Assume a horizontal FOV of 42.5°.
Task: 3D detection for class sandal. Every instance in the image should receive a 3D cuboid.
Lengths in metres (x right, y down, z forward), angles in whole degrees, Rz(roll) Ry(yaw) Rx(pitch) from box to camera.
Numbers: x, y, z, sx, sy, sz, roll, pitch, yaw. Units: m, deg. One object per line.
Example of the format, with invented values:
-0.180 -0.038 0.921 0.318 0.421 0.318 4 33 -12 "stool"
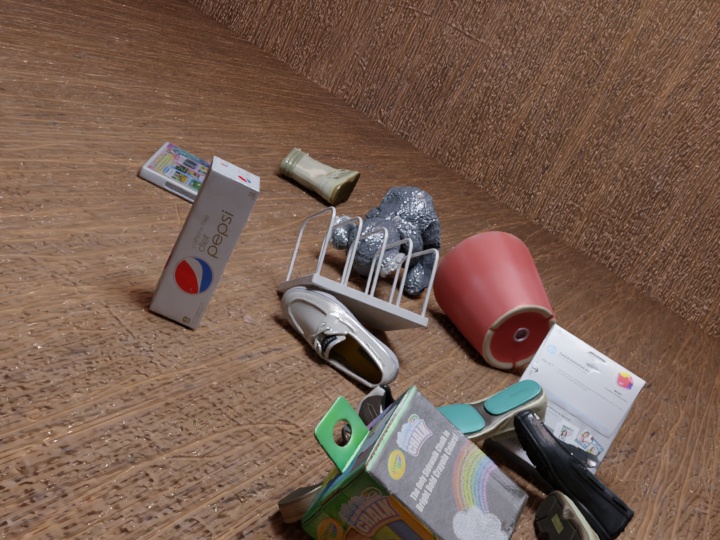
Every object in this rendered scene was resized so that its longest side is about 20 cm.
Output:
-0.003 0.238 0.971 0.210 0.077 0.071 -17 84 -53 "sandal"

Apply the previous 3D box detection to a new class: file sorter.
0.000 0.000 1.410 0.197 0.127 0.138 21 -15 -23 "file sorter"

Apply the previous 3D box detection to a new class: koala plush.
0.040 -0.054 1.669 0.176 0.187 0.198 36 31 24 "koala plush"

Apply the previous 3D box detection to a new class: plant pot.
0.247 0.062 1.634 0.197 0.202 0.179 17 28 -30 "plant pot"

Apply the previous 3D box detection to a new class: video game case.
-0.292 -0.162 1.665 0.179 0.024 0.201 26 19 -8 "video game case"

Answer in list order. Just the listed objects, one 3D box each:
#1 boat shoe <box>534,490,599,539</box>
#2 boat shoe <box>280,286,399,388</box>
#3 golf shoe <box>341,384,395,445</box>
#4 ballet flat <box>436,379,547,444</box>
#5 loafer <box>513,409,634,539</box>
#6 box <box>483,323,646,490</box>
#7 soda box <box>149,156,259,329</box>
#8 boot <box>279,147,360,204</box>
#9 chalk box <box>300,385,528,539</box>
0.262 0.334 1.088 0.076 0.072 0.200 38 16 -8 "boat shoe"
-0.037 0.094 1.284 0.199 0.071 0.070 40 17 11 "boat shoe"
0.074 0.214 1.077 0.198 0.096 0.078 33 17 8 "golf shoe"
0.164 0.208 1.244 0.196 0.071 0.070 -15 32 -13 "ballet flat"
0.276 0.259 1.205 0.202 0.070 0.068 52 -10 4 "loafer"
0.289 0.200 1.310 0.154 0.201 0.041 32 -21 12 "box"
-0.195 -0.034 1.162 0.067 0.203 0.064 23 16 -14 "soda box"
-0.088 -0.215 2.051 0.152 0.073 0.200 29 18 8 "boot"
0.034 0.208 0.864 0.200 0.124 0.125 43 40 0 "chalk box"
